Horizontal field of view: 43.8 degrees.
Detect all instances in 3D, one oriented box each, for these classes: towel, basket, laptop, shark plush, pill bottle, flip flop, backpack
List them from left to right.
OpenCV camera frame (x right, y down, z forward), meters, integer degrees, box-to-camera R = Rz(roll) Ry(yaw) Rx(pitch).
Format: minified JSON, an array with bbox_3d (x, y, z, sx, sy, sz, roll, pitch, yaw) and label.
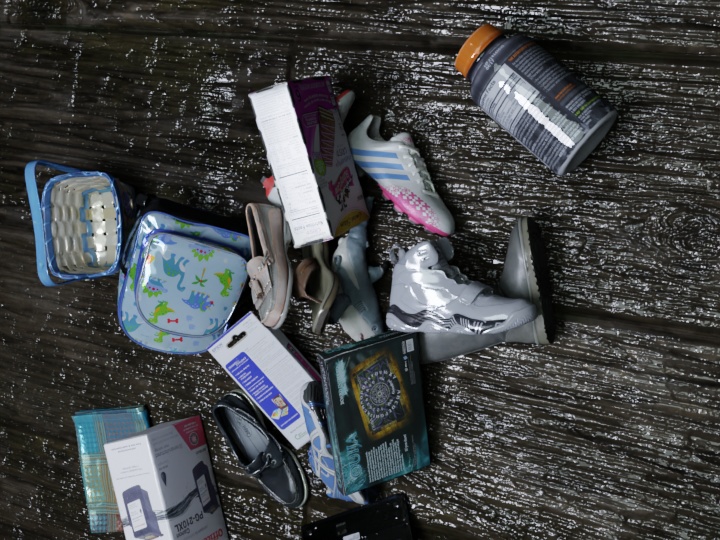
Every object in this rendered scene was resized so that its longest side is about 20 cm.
[{"bbox_3d":[-0.416,-0.071,1.328,0.138,0.200,0.177,-6,92,22],"label":"basket"},{"bbox_3d":[-0.388,0.319,1.436,0.146,0.022,0.201,-9,90,23],"label":"towel"},{"bbox_3d":[-0.253,0.019,1.275,0.182,0.147,0.201,15,107,-17],"label":"backpack"},{"bbox_3d":[-0.069,0.011,1.209,0.057,0.200,0.081,10,126,-19],"label":"flip flop"},{"bbox_3d":[0.000,0.000,1.257,0.083,0.091,0.201,5,80,-3],"label":"shark plush"},{"bbox_3d":[0.026,0.446,1.281,0.177,0.103,0.201,-24,58,21],"label":"laptop"},{"bbox_3d":[0.211,-0.220,1.118,0.200,0.106,0.106,45,107,14],"label":"pill bottle"}]

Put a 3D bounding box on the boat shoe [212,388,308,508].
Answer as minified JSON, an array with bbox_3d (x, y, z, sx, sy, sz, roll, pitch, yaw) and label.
[{"bbox_3d":[-0.152,0.266,1.312,0.074,0.066,0.200,-33,80,20],"label":"boat shoe"}]

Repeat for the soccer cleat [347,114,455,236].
[{"bbox_3d":[0.061,-0.131,1.203,0.200,0.070,0.086,42,107,15],"label":"soccer cleat"}]

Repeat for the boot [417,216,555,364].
[{"bbox_3d":[0.146,0.029,1.185,0.199,0.072,0.183,-6,89,29],"label":"boot"}]

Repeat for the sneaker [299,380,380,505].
[{"bbox_3d":[-0.045,0.244,1.241,0.077,0.076,0.201,-11,111,32],"label":"sneaker"}]

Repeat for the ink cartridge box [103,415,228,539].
[{"bbox_3d":[-0.284,0.332,1.327,0.084,0.145,0.201,-15,87,22],"label":"ink cartridge box"}]

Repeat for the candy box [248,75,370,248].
[{"bbox_3d":[-0.062,-0.143,1.153,0.061,0.136,0.201,-12,100,24],"label":"candy box"}]

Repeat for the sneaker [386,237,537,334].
[{"bbox_3d":[0.120,0.018,1.117,0.199,0.075,0.116,-1,96,29],"label":"sneaker"}]

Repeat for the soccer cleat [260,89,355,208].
[{"bbox_3d":[-0.058,-0.162,1.256,0.085,0.069,0.200,42,110,6],"label":"soccer cleat"}]

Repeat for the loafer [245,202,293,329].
[{"bbox_3d":[-0.131,-0.010,1.207,0.072,0.063,0.201,-50,31,40],"label":"loafer"}]

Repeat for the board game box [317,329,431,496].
[{"bbox_3d":[0.021,0.186,1.184,0.028,0.135,0.201,-151,50,-61],"label":"board game box"}]

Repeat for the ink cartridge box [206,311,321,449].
[{"bbox_3d":[-0.119,0.154,1.279,0.095,0.037,0.200,-38,99,20],"label":"ink cartridge box"}]
